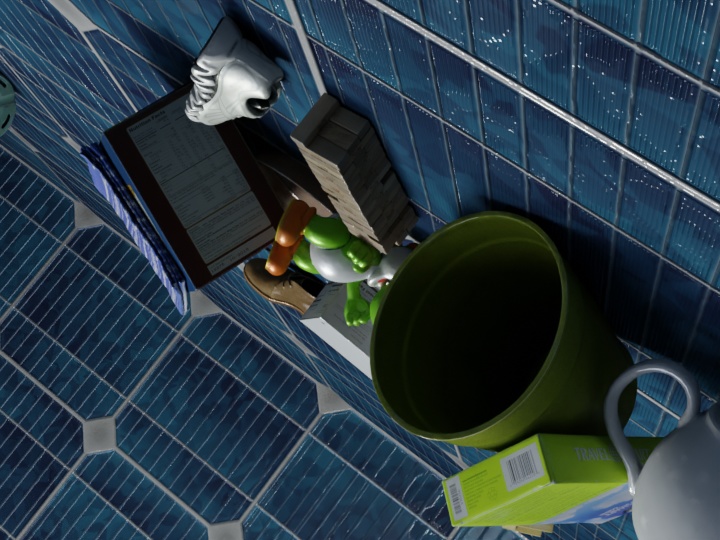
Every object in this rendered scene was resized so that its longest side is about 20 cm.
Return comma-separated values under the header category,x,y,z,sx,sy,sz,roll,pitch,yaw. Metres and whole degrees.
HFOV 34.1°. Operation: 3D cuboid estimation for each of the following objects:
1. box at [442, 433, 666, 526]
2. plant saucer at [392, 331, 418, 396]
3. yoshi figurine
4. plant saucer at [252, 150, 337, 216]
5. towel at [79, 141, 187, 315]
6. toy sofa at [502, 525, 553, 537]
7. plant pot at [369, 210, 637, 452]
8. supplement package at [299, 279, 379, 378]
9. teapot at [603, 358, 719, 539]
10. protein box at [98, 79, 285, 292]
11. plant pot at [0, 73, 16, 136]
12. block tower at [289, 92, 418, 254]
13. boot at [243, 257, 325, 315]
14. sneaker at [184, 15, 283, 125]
category,x,y,z,sx,sy,sz,roll,pitch,yaw
box,0.183,0.183,1.014,0.199,0.048,0.122,9,148,-40
plant saucer,0.094,0.078,1.134,0.200,0.201,0.035,42,136,-18
yoshi figurine,-0.003,0.010,1.255,0.198,0.113,0.112,21,-168,-3
plant saucer,-0.055,-0.079,1.392,0.200,0.035,0.200,37,170,7
towel,-0.262,-0.046,1.367,0.201,0.024,0.145,56,167,9
toy sofa,0.325,0.449,2.240,0.082,0.099,0.200,12,165,5
plant pot,0.144,0.081,1.032,0.192,0.202,0.200,32,176,-41
supplement package,0.038,0.084,1.547,0.200,0.111,0.156,40,169,-8
teapot,0.310,0.163,0.905,0.198,0.147,0.198,7,-159,-18
protein box,-0.199,-0.094,1.374,0.201,0.134,0.198,60,167,-6
plant pot,-0.826,-0.355,2.416,0.195,0.201,0.200,21,162,35
block tower,-0.001,-0.086,1.129,0.058,0.054,0.200,31,168,29
boot,-0.112,0.022,1.954,0.199,0.074,0.076,30,149,20
sneaker,-0.121,-0.173,1.134,0.081,0.076,0.200,30,170,-5
